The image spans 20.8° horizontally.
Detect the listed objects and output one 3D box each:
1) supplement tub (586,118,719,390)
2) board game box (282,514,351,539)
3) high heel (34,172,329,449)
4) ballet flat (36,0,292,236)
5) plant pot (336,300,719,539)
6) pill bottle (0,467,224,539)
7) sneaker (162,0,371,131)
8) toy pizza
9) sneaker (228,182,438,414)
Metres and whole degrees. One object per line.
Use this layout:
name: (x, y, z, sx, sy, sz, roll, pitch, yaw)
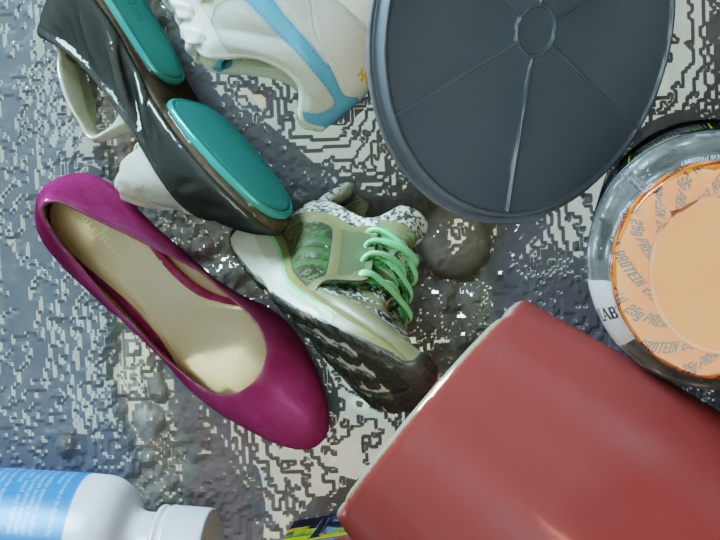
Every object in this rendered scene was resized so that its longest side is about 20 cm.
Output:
supplement tub: (0.172, -0.010, 0.956, 0.122, 0.200, 0.123, 1, 97, 9)
board game box: (0.070, 0.206, 1.069, 0.200, 0.057, 0.166, -9, 97, 9)
high heel: (-0.095, 0.025, 1.051, 0.067, 0.096, 0.200, -39, 90, 10)
ballet flat: (-0.110, -0.080, 1.047, 0.068, 0.068, 0.200, -44, 66, 21)
plant pot: (0.098, 0.124, 0.938, 0.177, 0.200, 0.200, 40, 100, 7)
pill bottle: (-0.179, 0.164, 1.072, 0.200, 0.112, 0.112, 1, 97, 8)
sneaker: (-0.076, -0.154, 1.033, 0.200, 0.077, 0.081, 35, 85, 3)
toy pizza: (0.080, -0.123, 0.991, 0.200, 0.032, 0.201, -11, 110, -33)
sneaker: (0.000, 0.000, 1.000, 0.089, 0.200, 0.077, -42, 122, -3)
